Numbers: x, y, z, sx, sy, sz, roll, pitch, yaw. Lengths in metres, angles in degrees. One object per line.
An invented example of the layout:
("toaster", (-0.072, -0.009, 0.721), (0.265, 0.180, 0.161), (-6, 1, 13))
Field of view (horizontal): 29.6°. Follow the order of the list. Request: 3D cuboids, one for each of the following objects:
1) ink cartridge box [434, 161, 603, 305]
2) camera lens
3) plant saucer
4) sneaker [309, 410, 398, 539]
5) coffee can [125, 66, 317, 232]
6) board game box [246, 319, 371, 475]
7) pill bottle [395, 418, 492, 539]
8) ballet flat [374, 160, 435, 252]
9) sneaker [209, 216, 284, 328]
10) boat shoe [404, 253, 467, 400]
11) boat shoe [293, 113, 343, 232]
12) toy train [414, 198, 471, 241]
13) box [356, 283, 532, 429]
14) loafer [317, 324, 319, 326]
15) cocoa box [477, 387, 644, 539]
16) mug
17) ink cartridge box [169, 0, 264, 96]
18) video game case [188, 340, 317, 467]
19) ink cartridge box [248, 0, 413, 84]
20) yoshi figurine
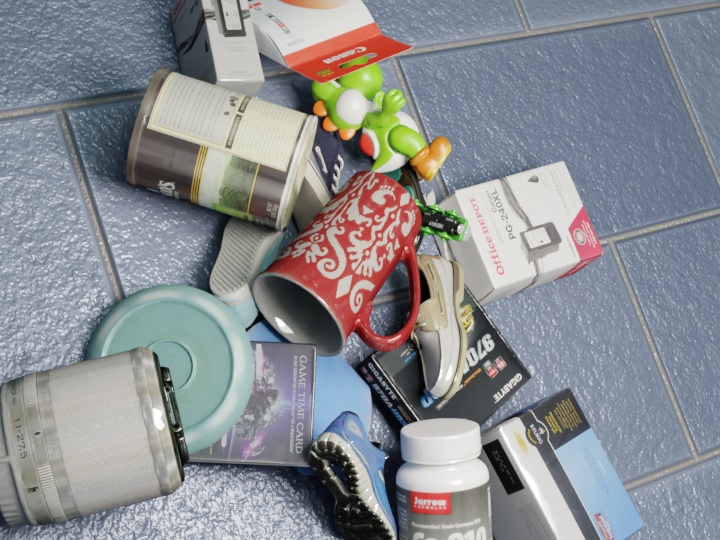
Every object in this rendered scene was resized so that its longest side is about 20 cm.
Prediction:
("ink cartridge box", (0.211, -0.050, 1.860), (0.198, 0.083, 0.147), (-17, 79, -31))
("camera lens", (-0.290, 0.178, 1.453), (0.198, 0.160, 0.162), (-13, 76, -8))
("plant saucer", (-0.221, 0.113, 1.570), (0.197, 0.027, 0.203), (0, 78, -2))
("sneaker", (0.008, 0.250, 1.611), (0.089, 0.078, 0.202), (-56, 138, -43))
("coffee can", (-0.166, -0.145, 1.640), (0.198, 0.147, 0.148), (17, 63, 0))
("board game box", (-0.079, 0.154, 1.666), (0.200, 0.039, 0.158), (48, 51, -6))
("pill bottle", (0.099, 0.286, 1.620), (0.113, 0.114, 0.203), (-8, 98, -28))
("ballet flat", (0.064, -0.109, 1.823), (0.068, 0.068, 0.202), (2, 69, -38))
("sneaker", (-0.135, -0.009, 1.693), (0.073, 0.083, 0.201), (5, 43, 19))
("boat shoe", (0.088, 0.068, 1.696), (0.068, 0.075, 0.202), (19, 47, -21))
("boat shoe", (-0.048, -0.116, 1.763), (0.092, 0.075, 0.202), (-20, 81, -37))
("toy train", (0.060, -0.071, 1.741), (0.056, 0.199, 0.042), (26, 84, -51))
("box", (0.110, 0.131, 1.750), (0.199, 0.046, 0.160), (-35, 89, -39))
("loafer", (-0.006, 0.013, 1.722), (0.072, 0.063, 0.201), (44, 47, -12))
("cocoa box", (0.234, 0.274, 1.717), (0.130, 0.133, 0.201), (-25, 83, -32))
("mug", (-0.008, 0.001, 1.643), (0.178, 0.133, 0.201), (47, 58, -15))
("ink cartridge box", (-0.189, -0.306, 1.740), (0.067, 0.116, 0.202), (-4, 72, -27))
("video game case", (-0.152, 0.153, 1.586), (0.197, 0.019, 0.145), (3, 77, -3))
("ink cartridge box", (-0.053, -0.317, 1.784), (0.161, 0.199, 0.051), (-26, 128, -31))
("yoshi figurine", (0.033, -0.209, 1.770), (0.199, 0.113, 0.112), (35, 42, 4))
